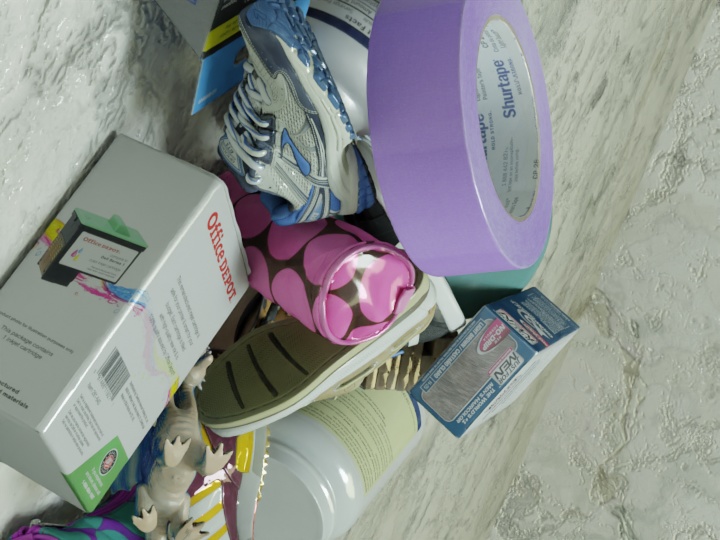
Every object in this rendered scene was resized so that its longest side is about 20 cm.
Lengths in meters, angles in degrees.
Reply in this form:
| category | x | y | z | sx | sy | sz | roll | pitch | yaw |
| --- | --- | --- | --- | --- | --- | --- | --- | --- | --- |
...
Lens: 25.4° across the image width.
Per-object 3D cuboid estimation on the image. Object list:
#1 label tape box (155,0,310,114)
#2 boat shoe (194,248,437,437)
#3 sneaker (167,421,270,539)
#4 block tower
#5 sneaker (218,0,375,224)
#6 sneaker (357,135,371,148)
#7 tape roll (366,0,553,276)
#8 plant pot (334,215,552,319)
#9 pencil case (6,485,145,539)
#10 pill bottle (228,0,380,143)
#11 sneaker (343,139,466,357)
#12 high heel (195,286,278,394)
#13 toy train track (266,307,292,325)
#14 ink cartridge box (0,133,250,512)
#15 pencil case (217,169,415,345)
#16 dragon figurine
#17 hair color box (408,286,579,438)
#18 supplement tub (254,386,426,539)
| category | x | y | z | sx | sy | sz | roll | pitch | yaw |
| --- | --- | --- | --- | --- | --- | --- | --- | --- | --- |
| label tape box | -0.068 | -0.215 | 0.984 | 0.144 | 0.063 | 0.200 | -44 | 162 | -50 |
| boat shoe | -0.028 | 0.066 | 1.184 | 0.200 | 0.075 | 0.068 | -31 | 144 | 0 |
| sneaker | -0.126 | 0.196 | 1.202 | 0.075 | 0.090 | 0.200 | 152 | -55 | -63 |
| block tower | -0.011 | 0.071 | 1.410 | 0.054 | 0.200 | 0.058 | -138 | -127 | -63 |
| sneaker | -0.050 | -0.087 | 1.001 | 0.085 | 0.077 | 0.200 | -22 | 145 | 0 |
| sneaker | 0.020 | -0.112 | 1.247 | 0.085 | 0.200 | 0.077 | -48 | 124 | -2 |
| tape roll | 0.071 | -0.098 | 1.069 | 0.200 | 0.066 | 0.201 | -6 | 90 | -67 |
| plant pot | 0.042 | -0.051 | 1.380 | 0.161 | 0.200 | 0.201 | -5 | 121 | -59 |
| pencil case | -0.195 | 0.214 | 1.215 | 0.200 | 0.085 | 0.093 | -19 | 98 | -69 |
| pill bottle | -0.007 | -0.168 | 1.157 | 0.200 | 0.120 | 0.120 | -58 | 163 | -18 |
| sneaker | 0.000 | 0.000 | 1.234 | 0.112 | 0.073 | 0.200 | -28 | 128 | 2 |
| high heel | -0.105 | 0.016 | 1.241 | 0.200 | 0.071 | 0.143 | -31 | 138 | -67 |
| toy train track | -0.076 | 0.100 | 1.287 | 0.115 | 0.032 | 0.200 | 71 | 43 | -83 |
| ink cartridge box | -0.165 | 0.034 | 1.034 | 0.200 | 0.084 | 0.145 | -57 | 162 | -22 |
| pencil case | -0.040 | -0.013 | 1.144 | 0.094 | 0.200 | 0.091 | 22 | 98 | -37 |
| dragon figurine | -0.142 | 0.143 | 1.131 | 0.099 | 0.059 | 0.200 | 42 | -62 | 62 |
| hair color box | 0.118 | 0.074 | 1.363 | 0.100 | 0.061 | 0.200 | -50 | 170 | 14 |
| supplement tub | -0.039 | 0.168 | 1.525 | 0.200 | 0.145 | 0.145 | -45 | 156 | -48 |
